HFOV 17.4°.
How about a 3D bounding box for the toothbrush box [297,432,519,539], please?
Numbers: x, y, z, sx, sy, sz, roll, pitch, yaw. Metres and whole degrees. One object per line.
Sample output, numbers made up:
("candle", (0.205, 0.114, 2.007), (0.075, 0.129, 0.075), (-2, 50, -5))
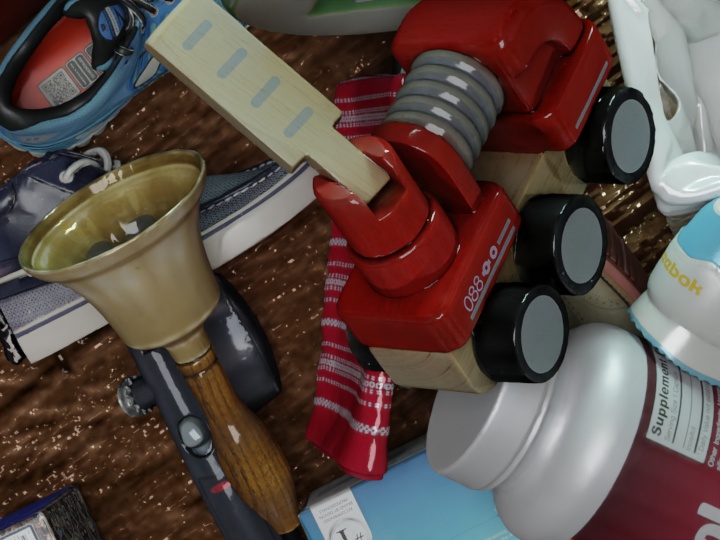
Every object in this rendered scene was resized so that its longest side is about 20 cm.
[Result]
("toothbrush box", (0.077, 0.178, 1.231), (0.146, 0.085, 0.201), (-28, 90, 4))

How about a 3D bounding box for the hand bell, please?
("hand bell", (-0.078, 0.050, 1.190), (0.104, 0.104, 0.201), (-26, 113, 6))

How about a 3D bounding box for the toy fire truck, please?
("toy fire truck", (0.018, -0.067, 1.052), (0.128, 0.200, 0.177), (4, 55, 38))

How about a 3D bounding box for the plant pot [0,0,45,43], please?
("plant pot", (-0.194, -0.240, 1.185), (0.176, 0.200, 0.200), (-34, 90, -5))

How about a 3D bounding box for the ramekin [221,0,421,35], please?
("ramekin", (0.017, -0.177, 1.082), (0.199, 0.200, 0.098), (-10, 82, 6))

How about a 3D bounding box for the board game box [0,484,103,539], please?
("board game box", (-0.185, 0.242, 1.254), (0.159, 0.097, 0.201), (-25, 91, 6))

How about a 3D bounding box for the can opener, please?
("can opener", (-0.069, 0.105, 1.250), (0.078, 0.063, 0.201), (-22, 92, 20))

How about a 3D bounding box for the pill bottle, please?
("pill bottle", (0.137, 0.095, 1.134), (0.199, 0.113, 0.113), (24, 96, -16))

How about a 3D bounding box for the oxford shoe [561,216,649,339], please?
("oxford shoe", (0.112, 0.018, 1.196), (0.200, 0.070, 0.075), (43, 109, -5))

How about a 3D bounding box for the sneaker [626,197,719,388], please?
("sneaker", (0.228, 0.024, 1.141), (0.199, 0.077, 0.081), (15, 115, -33))

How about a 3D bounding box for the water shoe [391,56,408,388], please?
("water shoe", (0.051, -0.036, 1.228), (0.078, 0.072, 0.201), (4, 96, -1))

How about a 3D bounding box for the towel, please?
("towel", (0.000, 0.000, 1.198), (0.022, 0.145, 0.201), (4, 94, -11))

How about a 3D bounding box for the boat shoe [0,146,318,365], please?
("boat shoe", (-0.121, -0.033, 1.240), (0.199, 0.075, 0.093), (-28, 98, 7))

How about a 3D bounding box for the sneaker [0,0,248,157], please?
("sneaker", (-0.115, -0.131, 1.227), (0.200, 0.090, 0.078), (-44, 89, 5))

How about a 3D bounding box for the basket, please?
("basket", (0.229, -0.101, 1.169), (0.199, 0.123, 0.136), (-12, 77, 5))
